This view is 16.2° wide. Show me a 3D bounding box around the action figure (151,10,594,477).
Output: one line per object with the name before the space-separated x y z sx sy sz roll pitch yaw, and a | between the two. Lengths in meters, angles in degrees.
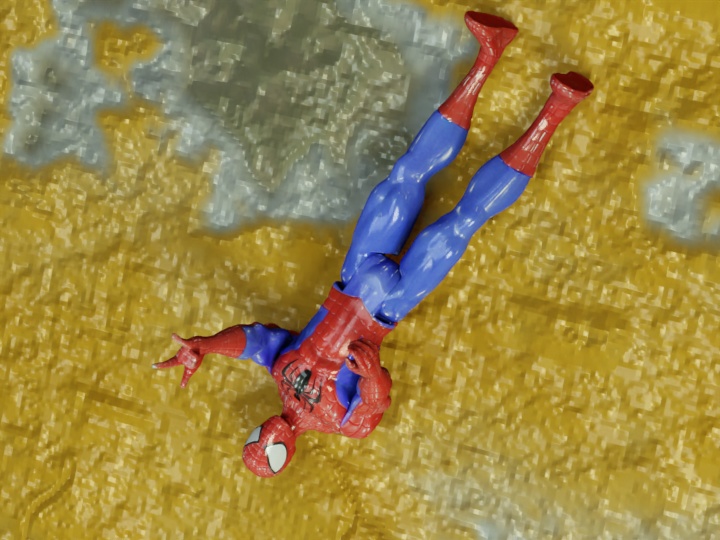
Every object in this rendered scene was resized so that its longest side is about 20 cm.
action figure | 0.000 0.000 0.949 0.065 0.099 0.200 38 109 19
